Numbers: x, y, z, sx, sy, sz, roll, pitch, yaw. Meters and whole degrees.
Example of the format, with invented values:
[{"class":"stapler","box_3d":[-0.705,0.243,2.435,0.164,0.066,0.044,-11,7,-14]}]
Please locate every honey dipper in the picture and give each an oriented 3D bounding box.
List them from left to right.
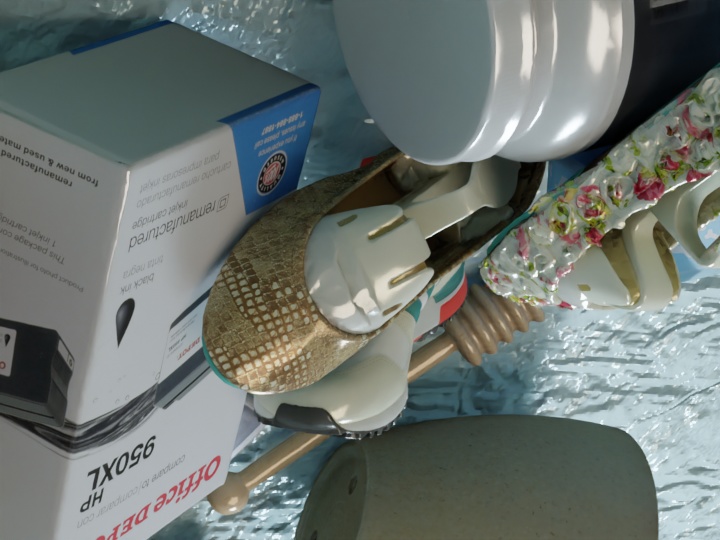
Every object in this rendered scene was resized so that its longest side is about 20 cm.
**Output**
[{"class":"honey dipper","box_3d":[0.006,0.067,1.082,0.200,0.038,0.038,-35,141,-3]}]

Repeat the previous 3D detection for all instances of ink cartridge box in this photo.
[{"class":"ink cartridge box","box_3d":[-0.104,0.015,0.844,0.145,0.084,0.200,-31,141,-56]}]

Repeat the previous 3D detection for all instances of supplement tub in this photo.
[{"class":"supplement tub","box_3d":[0.103,-0.123,0.853,0.200,0.140,0.140,-15,135,-27]}]

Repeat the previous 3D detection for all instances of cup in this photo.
[{"class":"cup","box_3d":[0.045,0.159,1.103,0.143,0.200,0.200,19,117,-18]}]

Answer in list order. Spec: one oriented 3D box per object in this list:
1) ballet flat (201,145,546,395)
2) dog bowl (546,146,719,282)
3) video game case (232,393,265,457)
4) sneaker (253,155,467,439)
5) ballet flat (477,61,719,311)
[{"class":"ballet flat","box_3d":[0.012,-0.017,0.852,0.065,0.071,0.200,-21,-164,44]},{"class":"dog bowl","box_3d":[0.147,-0.070,0.963,0.200,0.111,0.050,-61,145,-50]},{"class":"video game case","box_3d":[-0.162,0.102,0.992,0.200,0.023,0.182,-44,141,5]},{"class":"sneaker","box_3d":[0.001,0.000,0.932,0.200,0.070,0.094,-50,142,-61]},{"class":"ballet flat","box_3d":[0.119,-0.022,0.825,0.076,0.064,0.200,-2,153,-38]}]
